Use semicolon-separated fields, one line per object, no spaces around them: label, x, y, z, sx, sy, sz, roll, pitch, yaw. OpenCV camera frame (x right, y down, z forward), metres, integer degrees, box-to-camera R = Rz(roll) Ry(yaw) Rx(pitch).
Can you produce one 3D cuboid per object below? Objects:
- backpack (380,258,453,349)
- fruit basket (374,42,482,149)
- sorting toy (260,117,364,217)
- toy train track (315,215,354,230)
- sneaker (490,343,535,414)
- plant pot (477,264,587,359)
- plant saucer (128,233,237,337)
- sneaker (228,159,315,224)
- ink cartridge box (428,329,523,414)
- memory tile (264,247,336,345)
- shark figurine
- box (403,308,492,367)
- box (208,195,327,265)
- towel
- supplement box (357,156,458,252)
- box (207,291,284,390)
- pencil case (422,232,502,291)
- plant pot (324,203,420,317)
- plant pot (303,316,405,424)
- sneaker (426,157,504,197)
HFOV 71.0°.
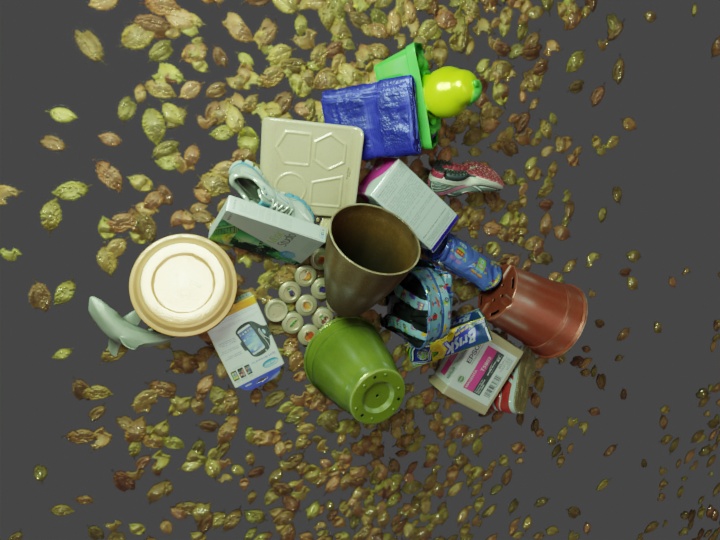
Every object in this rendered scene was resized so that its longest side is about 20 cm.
backpack;0.138;0.074;1.124;0.134;0.200;0.184;-4;105;-20
fruit basket;0.143;-0.352;1.009;0.214;0.156;0.217;6;114;12
sorting toy;-0.101;-0.203;1.014;0.198;0.037;0.186;6;114;-5
toy train track;-0.047;-0.157;1.081;0.114;0.033;0.201;25;88;-3
sneaker;0.403;0.289;1.368;0.071;0.112;0.201;38;59;-23
plant pot;0.411;0.089;1.250;0.194;0.201;0.202;25;95;-16
plant saucer;-0.339;0.027;0.973;0.199;0.032;0.202;3;79;-14
sneaker;-0.175;-0.128;0.979;0.199;0.087;0.075;34;108;-18
ink cartridge box;0.299;0.248;1.303;0.164;0.075;0.201;30;93;-26
memory tile;-0.103;0.060;1.127;0.153;0.017;0.200;42;87;-25
shark figurine;-0.418;0.126;0.986;0.213;0.089;0.129;6;103;-21
box;0.206;0.160;1.206;0.199;0.070;0.065;-21;103;7
box;-0.184;-0.072;0.995;0.199;0.144;0.037;18;63;-23
towel;0.017;-0.292;0.993;0.050;0.199;0.149;-36;122;-57
supplement box;0.101;-0.145;1.105;0.200;0.101;0.104;37;89;-26
box;-0.248;0.158;1.086;0.118;0.041;0.201;-24;114;-14
pencil case;0.247;-0.019;1.207;0.199;0.078;0.087;29;63;-25
plant pot;0.000;0.000;1.038;0.186;0.188;0.201;2;139;-22
plant pot;-0.001;0.229;1.107;0.199;0.193;0.202;-8;110;-22
sneaker;0.241;-0.205;1.165;0.199;0.081;0.075;1;132;-21
